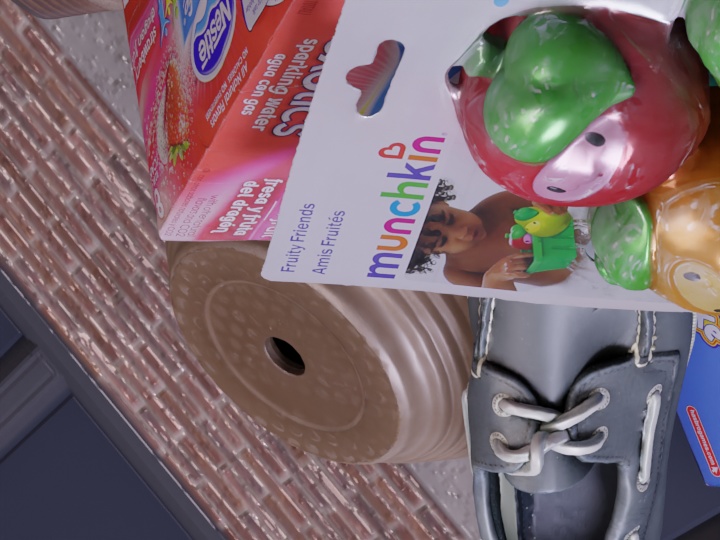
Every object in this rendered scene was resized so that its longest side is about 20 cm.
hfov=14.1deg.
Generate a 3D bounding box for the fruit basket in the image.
[{"bbox_3d":[0.086,-0.034,0.761,0.186,0.199,0.094,111,156,-53],"label":"fruit basket"}]

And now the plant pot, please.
[{"bbox_3d":[0.000,0.000,1.005,0.200,0.093,0.201,27,145,21],"label":"plant pot"}]

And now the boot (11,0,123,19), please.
[{"bbox_3d":[-0.107,-0.153,0.917,0.200,0.071,0.146,33,142,-30],"label":"boot"}]

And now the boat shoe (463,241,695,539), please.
[{"bbox_3d":[0.068,0.048,0.919,0.072,0.062,0.201,2,133,6],"label":"boat shoe"}]

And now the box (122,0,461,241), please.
[{"bbox_3d":[0.003,-0.095,0.832,0.200,0.095,0.100,126,139,-57],"label":"box"}]

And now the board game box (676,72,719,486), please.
[{"bbox_3d":[0.138,-0.025,0.905,0.134,0.045,0.201,0,121,45],"label":"board game box"}]
